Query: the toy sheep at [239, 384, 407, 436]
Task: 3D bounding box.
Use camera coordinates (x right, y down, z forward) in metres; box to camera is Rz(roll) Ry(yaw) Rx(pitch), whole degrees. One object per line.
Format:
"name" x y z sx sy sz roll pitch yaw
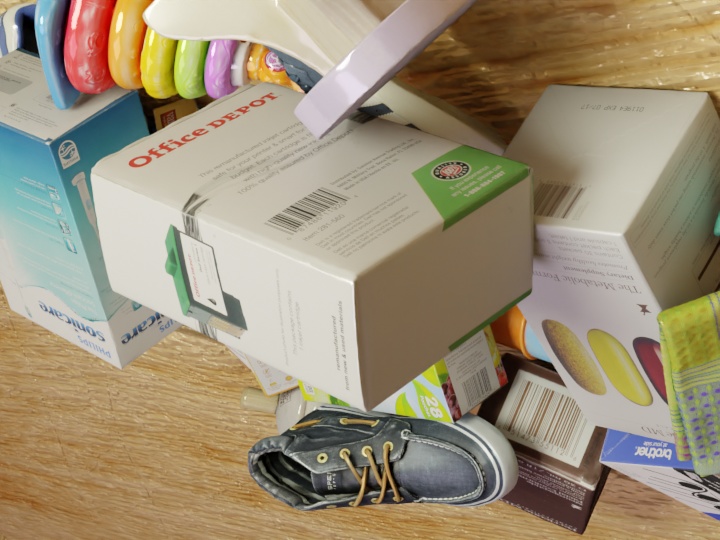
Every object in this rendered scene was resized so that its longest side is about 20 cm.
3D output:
"toy sheep" 0.001 0.124 1.248 0.200 0.138 0.138 7 155 -7

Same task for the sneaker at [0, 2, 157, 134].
"sneaker" -0.210 -0.124 1.194 0.200 0.075 0.088 40 154 -11

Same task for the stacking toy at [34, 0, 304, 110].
"stacking toy" -0.105 -0.150 1.010 0.200 0.116 0.110 18 151 8

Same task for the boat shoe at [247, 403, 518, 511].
"boat shoe" 0.012 0.142 1.089 0.200 0.091 0.071 2 109 45

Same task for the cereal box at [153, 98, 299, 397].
"cereal box" -0.101 -0.017 1.183 0.144 0.039 0.200 -107 -5 -46

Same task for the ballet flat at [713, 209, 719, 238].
"ballet flat" 0.232 -0.074 0.768 0.070 0.067 0.200 60 154 4

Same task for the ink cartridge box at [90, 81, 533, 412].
"ink cartridge box" -0.027 -0.022 0.838 0.200 0.146 0.084 22 130 37

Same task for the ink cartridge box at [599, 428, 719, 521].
"ink cartridge box" 0.265 0.146 1.045 0.200 0.044 0.094 27 162 -33

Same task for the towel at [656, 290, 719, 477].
"towel" 0.267 0.049 0.836 0.200 0.023 0.144 -11 132 8

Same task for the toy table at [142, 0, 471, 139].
"toy table" -0.012 -0.153 0.802 0.117 0.184 0.200 48 -173 -4

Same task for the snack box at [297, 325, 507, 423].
"snack box" 0.000 0.000 1.090 0.169 0.068 0.200 4 121 49

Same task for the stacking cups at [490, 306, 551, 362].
"stacking cups" 0.141 0.048 1.076 0.200 0.061 0.061 13 147 38

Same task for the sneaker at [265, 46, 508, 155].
"sneaker" -0.001 -0.087 0.942 0.200 0.085 0.075 32 -166 -12

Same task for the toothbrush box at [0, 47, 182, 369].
"toothbrush box" -0.215 -0.046 1.136 0.146 0.085 0.200 21 135 39

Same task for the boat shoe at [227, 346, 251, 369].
"boat shoe" -0.130 0.018 1.330 0.200 0.072 0.069 41 154 24

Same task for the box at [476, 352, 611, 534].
"box" 0.140 0.136 1.169 0.100 0.075 0.200 22 166 13

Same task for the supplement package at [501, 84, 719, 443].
"supplement package" 0.168 0.001 0.905 0.114 0.110 0.200 9 145 43
